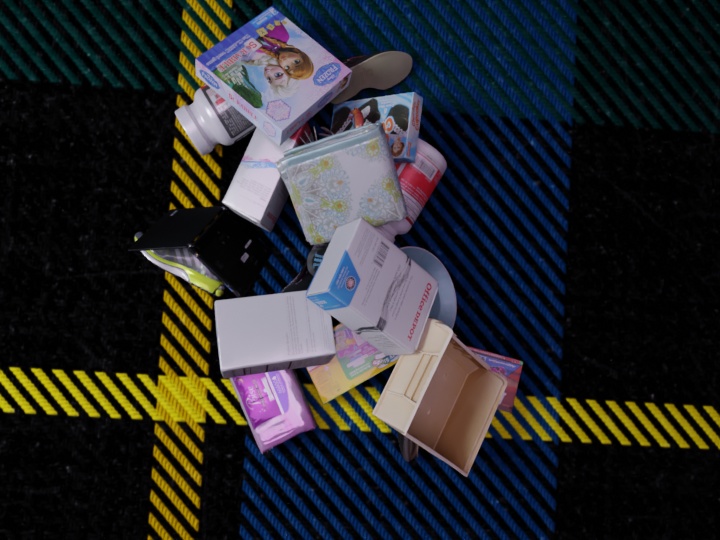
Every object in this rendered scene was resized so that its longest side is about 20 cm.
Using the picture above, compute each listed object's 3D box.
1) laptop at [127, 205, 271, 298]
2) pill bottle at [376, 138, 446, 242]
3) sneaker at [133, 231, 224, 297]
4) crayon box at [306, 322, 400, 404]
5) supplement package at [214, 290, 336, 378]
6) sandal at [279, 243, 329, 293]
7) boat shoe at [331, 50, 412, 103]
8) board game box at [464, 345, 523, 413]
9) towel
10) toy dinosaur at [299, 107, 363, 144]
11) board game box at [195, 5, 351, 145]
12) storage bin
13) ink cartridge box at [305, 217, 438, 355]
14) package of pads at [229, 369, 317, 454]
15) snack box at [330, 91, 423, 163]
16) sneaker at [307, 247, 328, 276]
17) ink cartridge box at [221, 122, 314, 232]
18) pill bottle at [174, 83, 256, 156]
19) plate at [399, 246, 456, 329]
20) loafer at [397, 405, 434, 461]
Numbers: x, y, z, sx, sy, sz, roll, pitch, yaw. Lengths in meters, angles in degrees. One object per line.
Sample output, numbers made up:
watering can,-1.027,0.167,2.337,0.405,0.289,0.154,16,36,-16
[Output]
laptop,-0.286,-0.035,1.094,0.103,0.178,0.200,-37,106,26
pill bottle,0.071,-0.145,1.134,0.111,0.112,0.203,32,87,-1
sneaker,-0.336,-0.026,1.139,0.197,0.074,0.082,28,80,-9
crayon box,-0.013,0.153,1.147,0.197,0.058,0.121,-28,90,-3
supplement package,-0.150,0.112,1.044,0.194,0.117,0.120,-6,75,-12
sandal,-0.090,0.012,1.153,0.075,0.048,0.202,36,87,-1
boat shoe,0.008,-0.386,1.158,0.197,0.075,0.063,-24,46,-16
board game box,0.215,0.204,1.176,0.195,0.019,0.106,15,89,-2
towel,-0.031,-0.146,1.034,0.195,0.049,0.174,-15,119,9
toy dinosaur,-0.035,-0.206,1.107,0.179,0.107,0.200,-27,123,36
board game box,-0.148,-0.345,1.040,0.198,0.041,0.201,39,61,6
storage bin,0.149,0.221,1.057,0.199,0.093,0.202,40,73,-36
ink cartridge box,0.024,0.033,1.025,0.199,0.083,0.148,37,62,-24
package of pads,-0.172,0.229,1.128,0.118,0.076,0.204,-23,90,-6
snack box,0.023,-0.259,1.112,0.197,0.037,0.120,6,87,41
sneaker,0.000,0.000,1.119,0.195,0.081,0.076,4,89,-28
ink cartridge box,-0.167,-0.187,1.106,0.084,0.148,0.204,26,87,1
pill bottle,-0.241,-0.311,1.123,0.198,0.116,0.117,-33,90,-4
plate,0.103,0.056,1.141,0.196,0.025,0.206,9,74,-31
loafer,0.114,0.268,1.132,0.069,0.073,0.206,5,102,-9
